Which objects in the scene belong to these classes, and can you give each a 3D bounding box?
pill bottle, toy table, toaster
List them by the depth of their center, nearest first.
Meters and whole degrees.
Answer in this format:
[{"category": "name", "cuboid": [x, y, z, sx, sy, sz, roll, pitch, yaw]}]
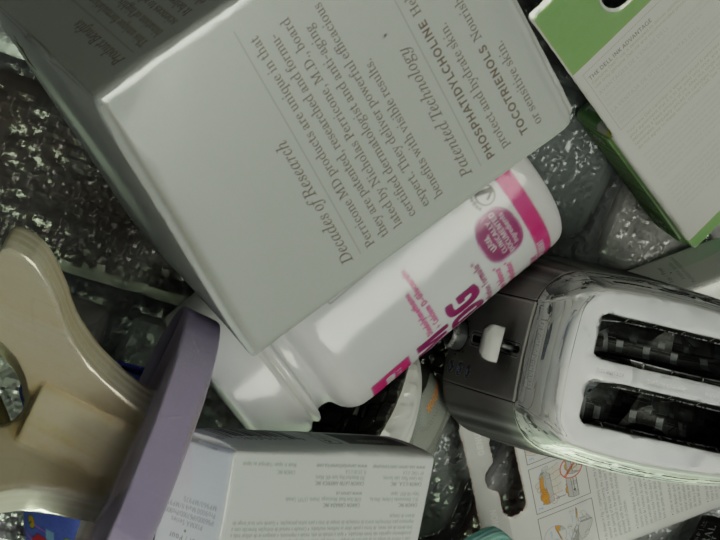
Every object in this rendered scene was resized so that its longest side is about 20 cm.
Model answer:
[{"category": "toy table", "cuboid": [-0.147, 0.073, 1.079, 0.117, 0.200, 0.184, 26, 115, -8]}, {"category": "pill bottle", "cuboid": [0.000, 0.000, 1.225, 0.200, 0.113, 0.114, -39, 123, -6]}, {"category": "toaster", "cuboid": [0.150, 0.059, 1.269, 0.199, 0.129, 0.114, 14, 90, -15]}]

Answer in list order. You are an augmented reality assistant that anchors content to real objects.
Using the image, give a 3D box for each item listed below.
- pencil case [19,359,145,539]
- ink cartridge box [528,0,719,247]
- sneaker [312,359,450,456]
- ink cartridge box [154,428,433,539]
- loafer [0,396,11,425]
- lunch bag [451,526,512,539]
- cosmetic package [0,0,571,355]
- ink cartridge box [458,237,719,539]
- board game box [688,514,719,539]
[{"category": "pencil case", "cuboid": [-0.140, 0.141, 1.237, 0.087, 0.078, 0.201, -28, 127, -51]}, {"category": "ink cartridge box", "cuboid": [0.184, -0.129, 1.303, 0.145, 0.048, 0.200, -44, 123, -4]}, {"category": "sneaker", "cuboid": [-0.005, 0.140, 1.292, 0.079, 0.074, 0.201, 37, 77, -43]}, {"category": "ink cartridge box", "cuboid": [-0.044, 0.184, 1.174, 0.162, 0.057, 0.201, 7, 99, -51]}, {"category": "loafer", "cuboid": [-0.267, 0.089, 1.155, 0.199, 0.076, 0.068, -11, 115, -34]}, {"category": "lunch bag", "cuboid": [0.044, 0.239, 1.333, 0.160, 0.077, 0.200, -33, 151, -7]}, {"category": "cosmetic package", "cuboid": [-0.040, -0.104, 1.126, 0.200, 0.167, 0.167, -36, 123, -8]}, {"category": "ink cartridge box", "cuboid": [0.152, 0.088, 1.389, 0.199, 0.050, 0.162, -18, 119, -9]}, {"category": "board game box", "cuboid": [0.205, 0.274, 1.445, 0.200, 0.028, 0.136, -55, 132, -30]}]
